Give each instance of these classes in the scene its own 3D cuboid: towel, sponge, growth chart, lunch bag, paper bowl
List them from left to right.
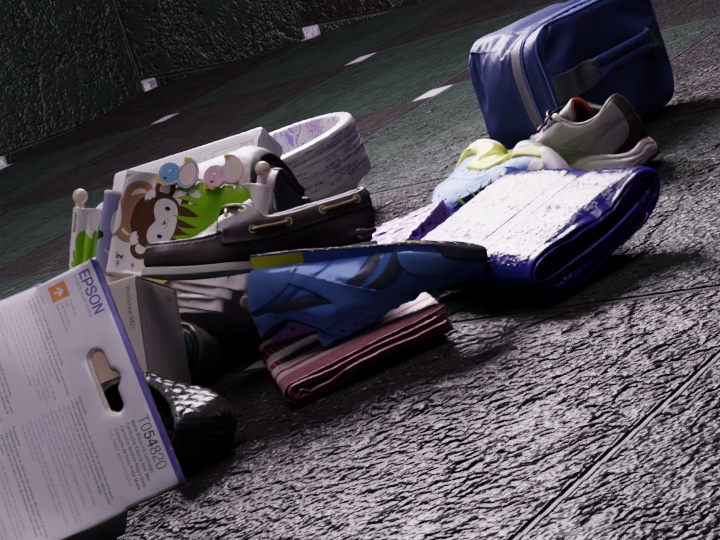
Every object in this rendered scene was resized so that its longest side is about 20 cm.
[{"bbox_3d":[-0.168,-0.025,1.712,0.198,0.146,0.018,-5,-9,19],"label":"growth chart"},{"bbox_3d":[-0.083,-0.085,2.133,0.199,0.105,0.201,-21,12,5],"label":"paper bowl"},{"bbox_3d":[-0.009,0.054,1.611,0.143,0.023,0.200,-26,11,-5],"label":"towel"},{"bbox_3d":[0.000,0.000,1.710,0.111,0.030,0.200,-20,12,27],"label":"sponge"},{"bbox_3d":[0.140,-0.029,1.605,0.147,0.050,0.199,-37,19,-22],"label":"towel"},{"bbox_3d":[0.226,-0.202,2.011,0.199,0.137,0.132,-29,14,-33],"label":"lunch bag"}]

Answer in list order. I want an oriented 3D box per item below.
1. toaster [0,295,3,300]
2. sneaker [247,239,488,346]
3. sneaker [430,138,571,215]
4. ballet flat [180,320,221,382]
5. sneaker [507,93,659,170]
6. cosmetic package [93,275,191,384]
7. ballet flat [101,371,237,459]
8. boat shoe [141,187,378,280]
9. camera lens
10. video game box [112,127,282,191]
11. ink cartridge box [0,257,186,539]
[{"bbox_3d":[-0.336,0.107,1.556,0.118,0.201,0.181,-34,-2,20],"label":"toaster"},{"bbox_3d":[0.007,0.017,1.564,0.198,0.079,0.066,-6,-2,17],"label":"sneaker"},{"bbox_3d":[0.125,-0.060,1.785,0.105,0.076,0.200,-44,17,-11],"label":"sneaker"},{"bbox_3d":[-0.211,0.094,1.733,0.198,0.068,0.064,-17,-13,20],"label":"ballet flat"},{"bbox_3d":[0.190,-0.120,1.862,0.199,0.080,0.074,-11,18,46],"label":"sneaker"},{"bbox_3d":[-0.248,0.084,1.672,0.198,0.105,0.073,-19,-19,22],"label":"cosmetic package"},{"bbox_3d":[-0.169,0.109,1.530,0.056,0.067,0.199,14,-10,-38],"label":"ballet flat"},{"bbox_3d":[-0.085,-0.029,1.640,0.199,0.061,0.072,-7,0,-12],"label":"boat shoe"},{"bbox_3d":[-0.142,-0.012,1.795,0.198,0.161,0.160,-19,13,18],"label":"camera lens"},{"bbox_3d":[-0.177,-0.036,2.002,0.198,0.047,0.184,-14,51,32],"label":"video game box"},{"bbox_3d":[-0.242,0.115,1.405,0.198,0.201,0.041,-23,-28,-4],"label":"ink cartridge box"}]
